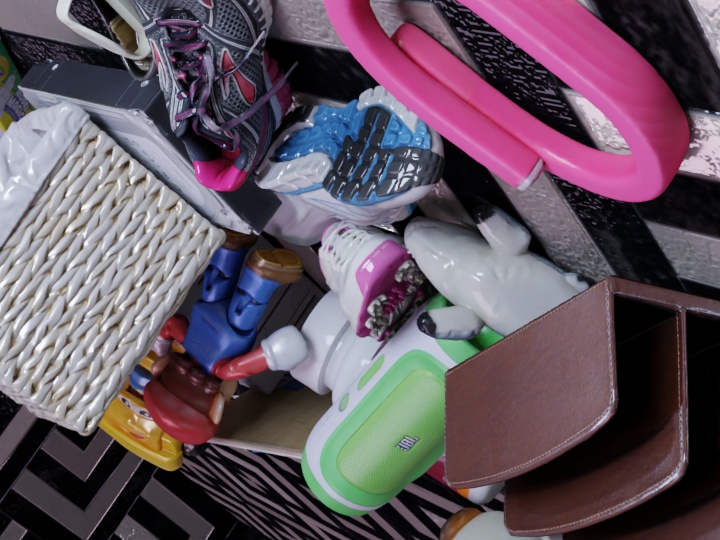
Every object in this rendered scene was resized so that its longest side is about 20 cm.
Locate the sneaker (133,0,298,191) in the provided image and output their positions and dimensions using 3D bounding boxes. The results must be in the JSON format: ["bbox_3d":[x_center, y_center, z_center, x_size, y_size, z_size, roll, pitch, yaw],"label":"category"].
[{"bbox_3d":[-0.090,-0.123,0.867,0.080,0.075,0.200,11,154,21],"label":"sneaker"}]

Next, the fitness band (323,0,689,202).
[{"bbox_3d":[0.069,-0.098,0.706,0.199,0.038,0.144,35,164,-5],"label":"fitness band"}]

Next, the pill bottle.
[{"bbox_3d":[0.046,0.099,1.196,0.199,0.110,0.110,30,164,17],"label":"pill bottle"}]

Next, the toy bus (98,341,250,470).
[{"bbox_3d":[-0.187,0.078,1.475,0.135,0.201,0.192,30,156,13],"label":"toy bus"}]

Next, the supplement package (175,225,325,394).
[{"bbox_3d":[-0.144,0.007,1.317,0.200,0.110,0.113,44,162,-29],"label":"supplement package"}]

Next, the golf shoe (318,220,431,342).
[{"bbox_3d":[0.000,0.000,1.044,0.091,0.075,0.200,43,175,9],"label":"golf shoe"}]

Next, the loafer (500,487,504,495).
[{"bbox_3d":[0.146,0.175,1.309,0.199,0.073,0.071,30,175,36],"label":"loafer"}]

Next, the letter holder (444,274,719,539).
[{"bbox_3d":[0.135,0.109,0.846,0.100,0.144,0.200,12,157,-21],"label":"letter holder"}]

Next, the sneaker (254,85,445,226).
[{"bbox_3d":[0.011,-0.062,0.897,0.086,0.075,0.200,30,173,-25],"label":"sneaker"}]

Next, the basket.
[{"bbox_3d":[-0.238,0.002,1.086,0.161,0.201,0.198,39,165,-20],"label":"basket"}]

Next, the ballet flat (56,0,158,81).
[{"bbox_3d":[-0.169,-0.190,0.870,0.068,0.069,0.200,15,155,46],"label":"ballet flat"}]

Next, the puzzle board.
[{"bbox_3d":[-0.042,0.125,1.297,0.149,0.200,0.018,4,108,31],"label":"puzzle board"}]

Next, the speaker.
[{"bbox_3d":[0.036,0.102,1.085,0.088,0.089,0.200,36,124,-5],"label":"speaker"}]

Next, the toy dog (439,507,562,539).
[{"bbox_3d":[0.163,0.232,1.135,0.195,0.198,0.140,85,166,-52],"label":"toy dog"}]

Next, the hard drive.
[{"bbox_3d":[-0.163,-0.095,1.079,0.199,0.038,0.140,19,156,49],"label":"hard drive"}]

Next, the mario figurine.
[{"bbox_3d":[-0.113,0.056,1.200,0.105,0.201,0.124,16,-155,-26],"label":"mario figurine"}]

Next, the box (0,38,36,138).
[{"bbox_3d":[-0.370,-0.192,1.323,0.117,0.049,0.200,32,167,11],"label":"box"}]

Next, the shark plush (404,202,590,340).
[{"bbox_3d":[0.123,0.013,0.942,0.198,0.092,0.083,15,-174,-5],"label":"shark plush"}]

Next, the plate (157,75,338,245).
[{"bbox_3d":[-0.099,-0.089,1.089,0.199,0.032,0.200,37,165,-5],"label":"plate"}]
